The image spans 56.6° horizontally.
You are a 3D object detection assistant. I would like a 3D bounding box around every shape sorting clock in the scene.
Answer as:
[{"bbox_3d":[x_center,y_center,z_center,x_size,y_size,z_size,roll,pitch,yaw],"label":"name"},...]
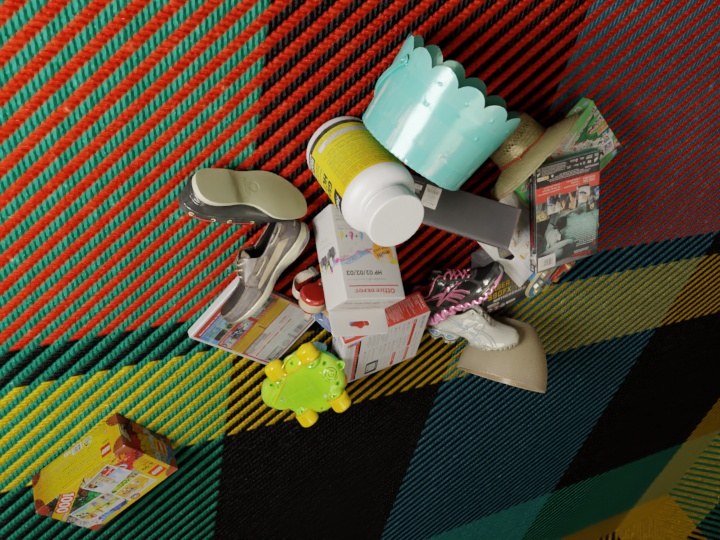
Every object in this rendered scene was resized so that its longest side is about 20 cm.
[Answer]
[{"bbox_3d":[0.405,-0.019,1.337,0.200,0.039,0.200,-41,162,-16],"label":"shape sorting clock"}]

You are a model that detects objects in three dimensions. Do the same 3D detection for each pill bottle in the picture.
[{"bbox_3d":[0.007,-0.127,0.960,0.112,0.200,0.113,-18,136,-18],"label":"pill bottle"}]

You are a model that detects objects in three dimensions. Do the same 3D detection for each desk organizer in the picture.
[{"bbox_3d":[0.159,-0.098,1.133,0.199,0.077,0.072,18,92,1],"label":"desk organizer"}]

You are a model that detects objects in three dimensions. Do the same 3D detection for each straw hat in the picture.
[{"bbox_3d":[0.260,-0.216,1.123,0.085,0.201,0.201,42,104,-7],"label":"straw hat"}]

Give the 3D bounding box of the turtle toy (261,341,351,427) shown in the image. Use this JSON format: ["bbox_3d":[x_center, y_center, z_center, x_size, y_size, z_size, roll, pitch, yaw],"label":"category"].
[{"bbox_3d":[-0.109,0.210,1.264,0.199,0.101,0.146,-28,102,21],"label":"turtle toy"}]

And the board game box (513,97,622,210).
[{"bbox_3d":[0.367,-0.189,1.197,0.200,0.029,0.134,-48,128,5],"label":"board game box"}]

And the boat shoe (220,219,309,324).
[{"bbox_3d":[-0.166,-0.009,1.061,0.073,0.074,0.200,37,89,-29],"label":"boat shoe"}]

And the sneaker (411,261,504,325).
[{"bbox_3d":[0.180,0.028,1.285,0.200,0.079,0.095,-33,104,30],"label":"sneaker"}]

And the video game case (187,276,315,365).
[{"bbox_3d":[-0.184,0.094,1.185,0.143,0.017,0.200,-46,138,13],"label":"video game case"}]

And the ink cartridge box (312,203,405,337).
[{"bbox_3d":[0.000,0.000,1.076,0.115,0.201,0.068,0,162,-33],"label":"ink cartridge box"}]

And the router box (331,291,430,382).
[{"bbox_3d":[0.034,0.138,1.309,0.179,0.049,0.200,-19,151,-17],"label":"router box"}]

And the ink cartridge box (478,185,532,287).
[{"bbox_3d":[0.307,-0.088,1.270,0.174,0.044,0.200,-46,126,5],"label":"ink cartridge box"}]

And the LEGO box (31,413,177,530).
[{"bbox_3d":[-0.465,0.371,1.220,0.200,0.077,0.149,-37,139,3],"label":"LEGO box"}]

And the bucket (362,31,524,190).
[{"bbox_3d":[0.110,-0.221,0.946,0.207,0.207,0.135,18,120,-42],"label":"bucket"}]

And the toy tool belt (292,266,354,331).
[{"bbox_3d":[-0.035,0.054,1.160,0.200,0.125,0.123,-25,149,-40],"label":"toy tool belt"}]

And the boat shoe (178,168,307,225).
[{"bbox_3d":[-0.168,-0.104,0.978,0.201,0.074,0.063,3,156,-43],"label":"boat shoe"}]

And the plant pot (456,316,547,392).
[{"bbox_3d":[0.330,0.180,1.496,0.200,0.200,0.135,25,78,-45],"label":"plant pot"}]

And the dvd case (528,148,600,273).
[{"bbox_3d":[0.365,-0.105,1.197,0.145,0.022,0.201,-17,115,-19],"label":"dvd case"}]

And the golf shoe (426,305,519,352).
[{"bbox_3d":[0.241,0.107,1.385,0.199,0.078,0.098,9,120,-5],"label":"golf shoe"}]

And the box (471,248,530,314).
[{"bbox_3d":[0.328,-0.007,1.400,0.199,0.048,0.159,-23,138,-13],"label":"box"}]
